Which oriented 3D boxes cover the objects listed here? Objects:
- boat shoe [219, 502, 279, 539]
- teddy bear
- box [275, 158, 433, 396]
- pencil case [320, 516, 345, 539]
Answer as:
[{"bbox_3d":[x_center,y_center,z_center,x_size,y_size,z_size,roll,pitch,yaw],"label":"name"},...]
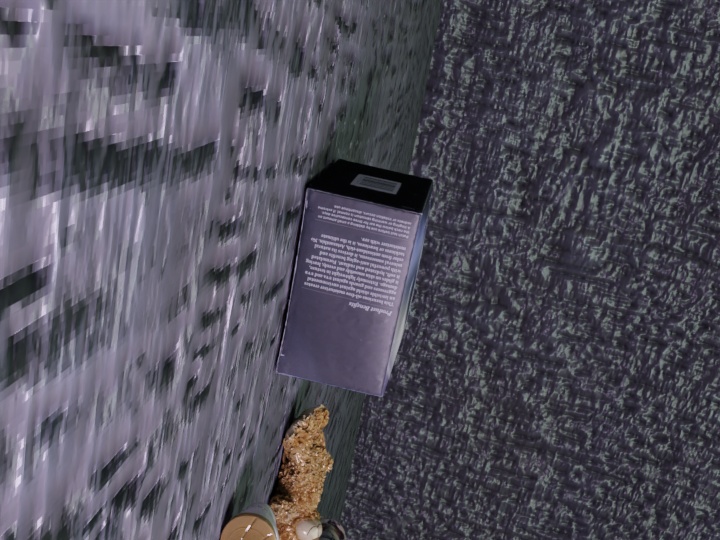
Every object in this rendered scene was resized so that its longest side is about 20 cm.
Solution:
[{"bbox_3d":[-0.102,0.315,0.810,0.069,0.071,0.201,-30,130,-81],"label":"boat shoe"},{"bbox_3d":[-0.071,0.268,1.101,0.145,0.067,0.201,55,46,-80],"label":"teddy bear"},{"bbox_3d":[0.000,0.000,0.945,0.200,0.123,0.199,-62,165,-72],"label":"box"},{"bbox_3d":[-0.075,0.528,1.633,0.200,0.078,0.090,-21,94,-85],"label":"pencil case"}]
